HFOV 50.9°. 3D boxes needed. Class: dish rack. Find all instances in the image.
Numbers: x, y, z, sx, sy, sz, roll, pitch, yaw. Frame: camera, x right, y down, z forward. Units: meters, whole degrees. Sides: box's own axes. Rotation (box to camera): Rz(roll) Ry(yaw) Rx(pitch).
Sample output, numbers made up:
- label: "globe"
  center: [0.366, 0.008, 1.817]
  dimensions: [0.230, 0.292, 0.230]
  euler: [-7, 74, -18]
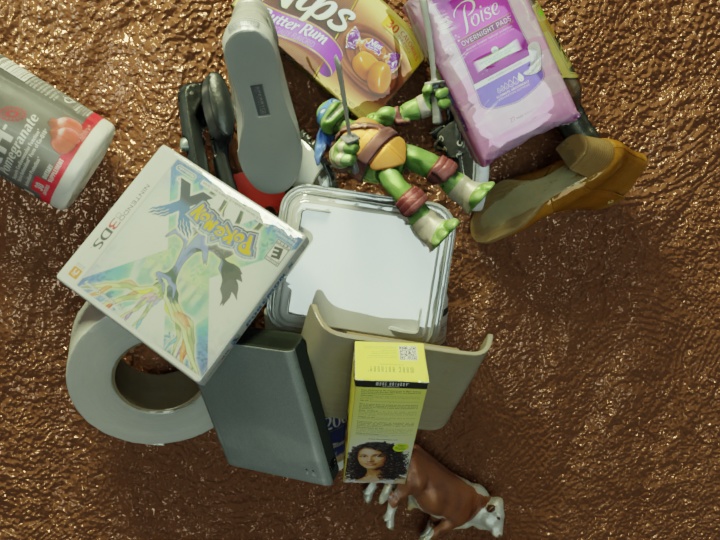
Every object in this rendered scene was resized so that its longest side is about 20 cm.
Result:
- label: "dish rack"
  center: [0.000, 0.000, 0.833]
  dimensions: [0.199, 0.044, 0.172]
  euler: [9, 96, 0]

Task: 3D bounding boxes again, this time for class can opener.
- label: "can opener"
  center: [-0.166, -0.116, 0.844]
  dimensions: [0.063, 0.079, 0.201]
  euler: [-6, 91, -11]

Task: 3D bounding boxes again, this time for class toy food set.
- label: "toy food set"
  center: [0.029, 0.103, 0.824]
  dimensions: [0.199, 0.061, 0.144]
  euler: [9, 135, -12]

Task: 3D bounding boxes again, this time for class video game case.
- label: "video game case"
  center: [-0.184, -0.011, 0.783]
  dimensions: [0.200, 0.022, 0.183]
  euler: [33, 78, 15]

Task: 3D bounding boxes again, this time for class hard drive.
- label: "hard drive"
  center: [-0.107, 0.145, 0.826]
  dimensions: [0.139, 0.033, 0.201]
  euler: [5, 127, 24]

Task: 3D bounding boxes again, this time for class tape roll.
- label: "tape roll"
  center: [-0.230, 0.102, 0.868]
  dimensions: [0.202, 0.071, 0.203]
  euler: [-8, 122, -12]

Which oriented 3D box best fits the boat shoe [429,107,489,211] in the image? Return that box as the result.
- label: "boat shoe"
  center: [0.115, -0.170, 0.897]
  dimensions: [0.066, 0.070, 0.201]
  euler: [-3, 105, -1]

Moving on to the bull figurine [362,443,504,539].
- label: "bull figurine"
  center: [0.102, 0.312, 1.021]
  dimensions: [0.200, 0.065, 0.121]
  euler: [41, 92, -16]

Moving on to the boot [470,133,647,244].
- label: "boot"
  center: [0.247, -0.087, 0.936]
  dimensions: [0.144, 0.071, 0.201]
  euler: [10, 141, -41]

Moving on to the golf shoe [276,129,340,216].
- label: "golf shoe"
  center: [-0.068, -0.061, 0.882]
  dimensions: [0.094, 0.078, 0.201]
  euler: [-18, 105, -16]

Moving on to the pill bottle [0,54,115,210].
- label: "pill bottle"
  center: [-0.372, -0.159, 0.794]
  dimensions: [0.200, 0.111, 0.111]
  euler: [32, 98, -16]

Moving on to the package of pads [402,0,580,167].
- label: "package of pads"
  center: [0.141, -0.227, 0.819]
  dimensions: [0.120, 0.076, 0.200]
  euler: [-27, 101, 1]

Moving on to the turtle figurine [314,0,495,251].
- label: "turtle figurine"
  center: [0.044, -0.130, 0.755]
  dimensions: [0.194, 0.144, 0.200]
  euler: [43, 121, 3]

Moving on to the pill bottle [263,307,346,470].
- label: "pill bottle"
  center: [-0.067, 0.140, 0.924]
  dimensions: [0.111, 0.111, 0.201]
  euler: [-6, 105, -8]

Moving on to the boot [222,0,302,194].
- label: "boot"
  center: [-0.102, -0.188, 0.816]
  dimensions: [0.073, 0.096, 0.200]
  euler: [-3, 131, 0]

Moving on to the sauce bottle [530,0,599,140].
- label: "sauce bottle"
  center: [0.220, -0.232, 0.900]
  dimensions: [0.065, 0.065, 0.200]
  euler: [-35, 109, 1]

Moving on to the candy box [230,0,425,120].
- label: "candy box"
  center: [-0.032, -0.272, 0.850]
  dimensions: [0.200, 0.056, 0.117]
  euler: [40, 95, -18]

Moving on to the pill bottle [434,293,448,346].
- label: "pill bottle"
  center: [0.048, 0.073, 0.925]
  dimensions: [0.113, 0.114, 0.201]
  euler: [-1, 104, -9]

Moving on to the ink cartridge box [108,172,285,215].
- label: "ink cartridge box"
  center: [-0.175, -0.023, 0.896]
  dimensions: [0.199, 0.050, 0.163]
  euler: [-13, 107, -3]

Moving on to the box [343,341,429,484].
- label: "box"
  center: [0.023, 0.156, 0.800]
  dimensions: [0.075, 0.050, 0.200]
  euler: [1, 135, -3]
